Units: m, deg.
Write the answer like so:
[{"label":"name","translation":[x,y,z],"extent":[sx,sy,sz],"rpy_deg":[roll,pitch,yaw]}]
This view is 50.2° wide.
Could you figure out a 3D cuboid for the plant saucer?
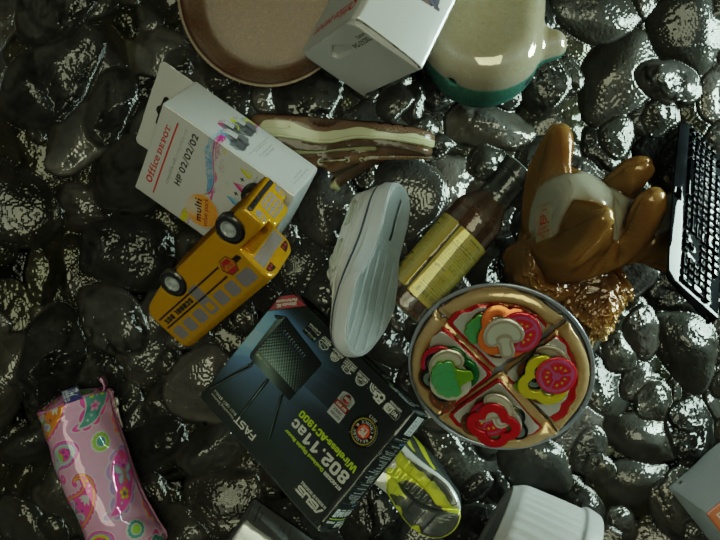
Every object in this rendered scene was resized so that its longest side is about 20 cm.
[{"label":"plant saucer","translation":[-0.100,-0.300,0.839],"extent":[0.195,0.037,0.206],"rpy_deg":[0,91,-1]}]

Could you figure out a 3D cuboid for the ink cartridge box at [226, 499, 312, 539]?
[{"label":"ink cartridge box","translation":[-0.078,0.372,0.824],"extent":[0.198,0.084,0.147],"rpy_deg":[35,90,0]}]

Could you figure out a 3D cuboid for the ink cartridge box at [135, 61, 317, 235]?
[{"label":"ink cartridge box","translation":[-0.157,-0.108,0.800],"extent":[0.198,0.068,0.116],"rpy_deg":[35,128,0]}]

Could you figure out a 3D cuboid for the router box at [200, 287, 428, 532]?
[{"label":"router box","translation":[-0.050,0.140,0.795],"extent":[0.199,0.062,0.151],"rpy_deg":[41,92,24]}]

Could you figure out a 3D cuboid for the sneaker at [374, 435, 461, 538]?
[{"label":"sneaker","translation":[0.033,0.203,0.831],"extent":[0.074,0.085,0.201],"rpy_deg":[-43,69,4]}]

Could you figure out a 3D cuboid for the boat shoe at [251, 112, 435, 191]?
[{"label":"boat shoe","translation":[-0.020,-0.125,0.830],"extent":[0.197,0.075,0.077],"rpy_deg":[6,102,7]}]

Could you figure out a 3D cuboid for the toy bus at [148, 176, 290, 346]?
[{"label":"toy bus","translation":[-0.138,-0.005,0.773],"extent":[0.078,0.065,0.199],"rpy_deg":[44,127,-12]}]

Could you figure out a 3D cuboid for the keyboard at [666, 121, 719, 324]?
[{"label":"keyboard","translation":[0.337,-0.049,0.730],"extent":[0.104,0.039,0.203],"rpy_deg":[37,54,-26]}]

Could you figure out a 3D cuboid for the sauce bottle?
[{"label":"sauce bottle","translation":[0.108,-0.034,0.828],"extent":[0.065,0.065,0.200],"rpy_deg":[43,91,-1]}]

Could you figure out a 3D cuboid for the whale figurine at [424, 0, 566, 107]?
[{"label":"whale figurine","translation":[0.146,-0.259,0.820],"extent":[0.157,0.104,0.202],"rpy_deg":[30,67,14]}]

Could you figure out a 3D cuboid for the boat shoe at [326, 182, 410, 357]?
[{"label":"boat shoe","translation":[0.000,0.000,0.801],"extent":[0.066,0.074,0.203],"rpy_deg":[-6,50,37]}]

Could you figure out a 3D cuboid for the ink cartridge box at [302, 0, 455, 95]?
[{"label":"ink cartridge box","translation":[0.040,-0.290,0.762],"extent":[0.083,0.144,0.203],"rpy_deg":[30,80,-21]}]

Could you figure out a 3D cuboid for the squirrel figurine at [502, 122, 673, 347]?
[{"label":"squirrel figurine","translation":[0.258,-0.025,0.806],"extent":[0.183,0.143,0.202],"rpy_deg":[8,127,-23]}]

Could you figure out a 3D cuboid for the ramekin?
[{"label":"ramekin","translation":[0.157,0.313,0.774],"extent":[0.093,0.202,0.205],"rpy_deg":[27,91,12]}]

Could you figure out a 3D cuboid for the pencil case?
[{"label":"pencil case","translation":[-0.275,0.222,0.823],"extent":[0.086,0.087,0.204],"rpy_deg":[-20,89,0]}]

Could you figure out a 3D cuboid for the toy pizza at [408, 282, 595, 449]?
[{"label":"toy pizza","translation":[0.145,0.109,0.805],"extent":[0.195,0.032,0.205],"rpy_deg":[6,116,12]}]

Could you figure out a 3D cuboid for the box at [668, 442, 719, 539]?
[{"label":"box","translation":[0.451,0.282,0.816],"extent":[0.124,0.097,0.201],"rpy_deg":[-39,90,1]}]
